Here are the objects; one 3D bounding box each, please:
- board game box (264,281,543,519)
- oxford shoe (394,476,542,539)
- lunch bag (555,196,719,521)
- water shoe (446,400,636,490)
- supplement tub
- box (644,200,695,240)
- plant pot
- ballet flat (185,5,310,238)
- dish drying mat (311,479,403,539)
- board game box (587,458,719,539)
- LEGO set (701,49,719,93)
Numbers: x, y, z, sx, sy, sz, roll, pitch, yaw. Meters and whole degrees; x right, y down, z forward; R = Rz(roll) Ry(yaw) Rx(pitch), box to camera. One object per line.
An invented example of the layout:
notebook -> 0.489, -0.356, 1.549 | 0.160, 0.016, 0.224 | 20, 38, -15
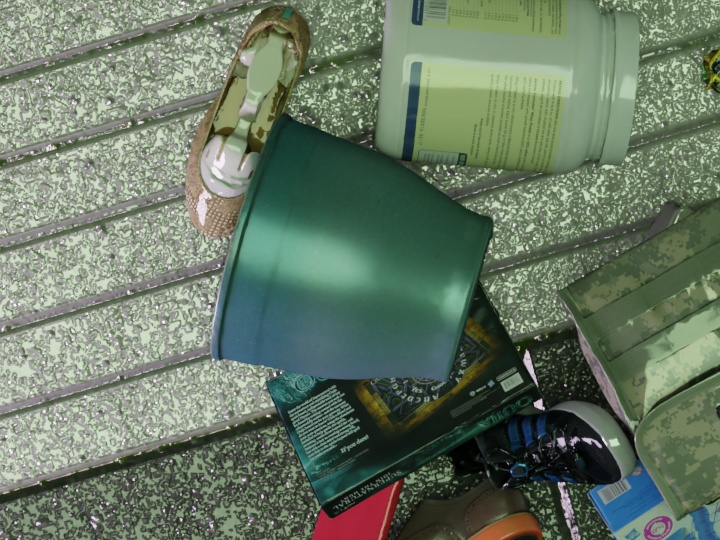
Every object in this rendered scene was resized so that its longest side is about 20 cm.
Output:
board game box -> 0.033, 0.097, 1.728 | 0.199, 0.028, 0.136 | -29, 53, 3
oxford shoe -> 0.054, 0.237, 1.771 | 0.199, 0.071, 0.073 | -29, 60, 10
lunch bag -> 0.265, 0.070, 1.608 | 0.163, 0.118, 0.201 | -29, 76, 4
water shoe -> 0.141, 0.151, 1.688 | 0.079, 0.200, 0.072 | -38, 107, -24
supplement tub -> 0.114, -0.153, 1.686 | 0.198, 0.145, 0.146 | 5, 95, 0
box -> 0.323, 0.023, 1.727 | 0.199, 0.095, 0.078 | 28, 95, 0
plant pot -> 0.000, 0.000, 1.666 | 0.187, 0.200, 0.202 | 17, 95, 3
ballet flat -> -0.097, -0.122, 1.730 | 0.070, 0.065, 0.202 | 17, 95, -1
dish drying mat -> -0.017, 0.251, 1.752 | 0.018, 0.076, 0.202 | 22, 83, -44
board game box -> 0.313, 0.200, 1.712 | 0.199, 0.056, 0.196 | -34, 127, 3
LEGO set -> 0.376, -0.153, 1.697 | 0.154, 0.116, 0.200 | -43, 93, 4
